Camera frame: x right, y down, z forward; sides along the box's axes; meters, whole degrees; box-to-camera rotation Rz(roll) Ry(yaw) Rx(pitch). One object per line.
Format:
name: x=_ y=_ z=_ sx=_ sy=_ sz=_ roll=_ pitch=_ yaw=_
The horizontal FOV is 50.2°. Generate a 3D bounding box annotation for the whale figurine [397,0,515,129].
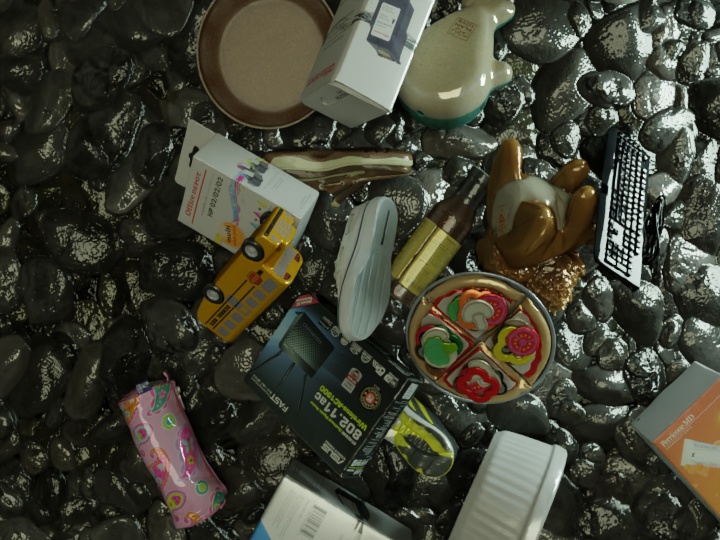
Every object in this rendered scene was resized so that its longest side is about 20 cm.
whale figurine: x=0.126 y=-0.272 z=1.000 sx=0.157 sy=0.104 sz=0.202 roll=26 pitch=71 yaw=16

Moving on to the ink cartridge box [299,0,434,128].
ink cartridge box: x=0.014 y=-0.291 z=0.948 sx=0.083 sy=0.144 sz=0.204 roll=24 pitch=84 yaw=-19

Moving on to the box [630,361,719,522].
box: x=0.472 y=0.240 z=0.995 sx=0.124 sy=0.097 sz=0.200 roll=-44 pitch=90 yaw=5

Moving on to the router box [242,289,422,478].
router box: x=-0.039 y=0.144 z=1.002 sx=0.199 sy=0.062 sz=0.151 roll=38 pitch=97 yaw=26

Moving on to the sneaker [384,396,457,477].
sneaker: x=0.051 y=0.198 z=1.034 sx=0.075 sy=0.084 sz=0.200 roll=-48 pitch=68 yaw=8

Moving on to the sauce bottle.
sauce bottle: x=0.106 y=-0.045 z=1.018 sx=0.064 sy=0.065 sz=0.201 roll=38 pitch=95 yaw=1

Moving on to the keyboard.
keyboard: x=0.327 y=-0.075 z=0.905 sx=0.103 sy=0.039 sz=0.203 roll=31 pitch=58 yaw=-24

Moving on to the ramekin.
ramekin: x=0.180 y=0.299 z=0.973 sx=0.093 sy=0.202 sz=0.206 roll=23 pitch=94 yaw=14

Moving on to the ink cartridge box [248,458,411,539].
ink cartridge box: x=-0.046 y=0.376 z=1.040 sx=0.197 sy=0.084 sz=0.147 roll=30 pitch=94 yaw=2

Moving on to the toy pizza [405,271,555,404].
toy pizza: x=0.153 y=0.096 z=0.998 sx=0.195 sy=0.032 sz=0.204 roll=7 pitch=119 yaw=12

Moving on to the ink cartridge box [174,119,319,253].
ink cartridge box: x=-0.165 y=-0.094 z=1.005 sx=0.197 sy=0.068 sz=0.116 roll=30 pitch=132 yaw=2

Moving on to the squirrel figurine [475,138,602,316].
squirrel figurine: x=0.255 y=-0.047 z=0.987 sx=0.182 sy=0.143 sz=0.203 roll=3 pitch=129 yaw=-19

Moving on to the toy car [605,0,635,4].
toy car: x=0.350 y=-0.392 z=0.944 sx=0.198 sy=0.177 sz=0.186 roll=-31 pitch=103 yaw=17

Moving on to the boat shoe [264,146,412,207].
boat shoe: x=-0.028 y=-0.124 z=1.025 sx=0.197 sy=0.075 sz=0.077 roll=1 pitch=105 yaw=11

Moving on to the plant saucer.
plant saucer: x=-0.121 y=-0.291 z=1.034 sx=0.195 sy=0.037 sz=0.206 roll=0 pitch=93 yaw=3

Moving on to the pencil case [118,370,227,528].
pencil case: x=-0.255 y=0.244 z=1.047 sx=0.086 sy=0.087 sz=0.203 roll=-25 pitch=90 yaw=4

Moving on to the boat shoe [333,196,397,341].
boat shoe: x=0.000 y=0.000 z=0.999 sx=0.066 sy=0.073 sz=0.203 roll=-10 pitch=52 yaw=40

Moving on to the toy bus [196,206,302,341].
toy bus: x=-0.139 y=0.008 z=0.980 sx=0.078 sy=0.066 sz=0.200 roll=39 pitch=131 yaw=-11
